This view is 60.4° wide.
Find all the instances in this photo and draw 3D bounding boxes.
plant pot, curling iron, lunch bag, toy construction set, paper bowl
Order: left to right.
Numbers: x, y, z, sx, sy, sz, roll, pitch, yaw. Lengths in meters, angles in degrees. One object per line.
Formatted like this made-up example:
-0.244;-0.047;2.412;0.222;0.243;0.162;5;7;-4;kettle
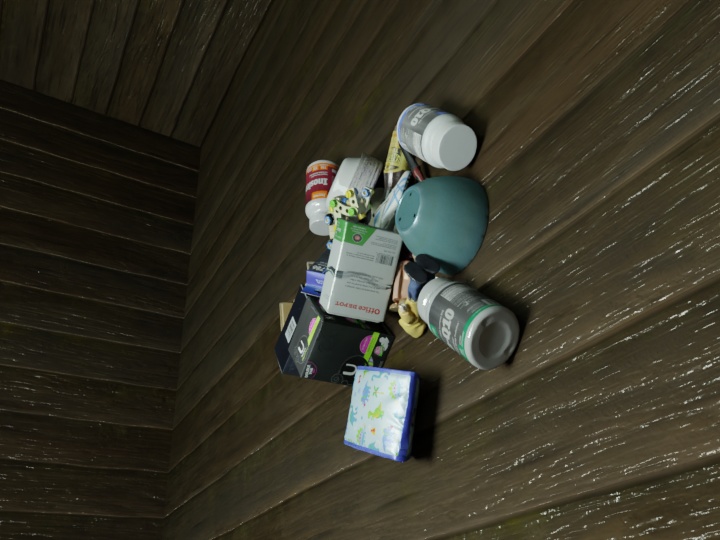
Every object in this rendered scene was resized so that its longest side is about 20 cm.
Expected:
-0.026;-0.098;1.480;0.128;0.091;0.207;5;94;35;toy construction set
-0.024;-0.208;1.609;0.201;0.102;0.205;-90;26;-79;paper bowl
0.058;0.291;1.274;0.199;0.124;0.176;158;122;-69;lunch bag
0.135;-0.238;1.438;0.203;0.025;0.050;64;147;36;curling iron
0.149;-0.108;1.274;0.199;0.132;0.206;-36;47;50;plant pot

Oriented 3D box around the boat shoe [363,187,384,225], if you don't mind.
0.038;-0.107;1.558;0.063;0.069;0.206;120;157;-65;boat shoe

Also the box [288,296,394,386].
-0.047;0.171;1.450;0.152;0.195;0.124;-67;29;15;box

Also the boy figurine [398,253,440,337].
0.122;0.060;1.284;0.064;0.123;0.203;38;148;26;boy figurine

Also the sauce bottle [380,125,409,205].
0.092;-0.253;1.528;0.066;0.064;0.206;7;84;62;sauce bottle

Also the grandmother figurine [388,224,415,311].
0.098;-0.016;1.414;0.120;0.059;0.206;-23;60;46;grandmother figurine

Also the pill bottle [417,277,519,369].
0.189;0.089;1.129;0.199;0.110;0.116;36;109;62;pill bottle

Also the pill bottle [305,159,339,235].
-0.109;-0.215;1.842;0.113;0.110;0.206;-38;46;49;pill bottle

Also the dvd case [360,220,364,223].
-0.009;-0.032;1.666;0.145;0.017;0.202;-61;30;28;dvd case

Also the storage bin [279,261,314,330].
-0.151;0.113;1.791;0.201;0.091;0.202;-52;36;39;storage bin

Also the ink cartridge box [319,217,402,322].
0.000;0.000;1.393;0.083;0.143;0.206;-151;74;-69;ink cartridge box

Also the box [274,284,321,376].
-0.096;0.164;1.568;0.204;0.178;0.105;-65;30;20;box

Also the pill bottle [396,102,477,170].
0.165;-0.291;1.350;0.116;0.111;0.200;-67;29;15;pill bottle

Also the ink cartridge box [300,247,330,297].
-0.062;-0.009;1.534;0.201;0.097;0.040;-53;-36;-43;ink cartridge box

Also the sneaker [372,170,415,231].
0.071;-0.149;1.478;0.071;0.072;0.204;27;92;23;sneaker
